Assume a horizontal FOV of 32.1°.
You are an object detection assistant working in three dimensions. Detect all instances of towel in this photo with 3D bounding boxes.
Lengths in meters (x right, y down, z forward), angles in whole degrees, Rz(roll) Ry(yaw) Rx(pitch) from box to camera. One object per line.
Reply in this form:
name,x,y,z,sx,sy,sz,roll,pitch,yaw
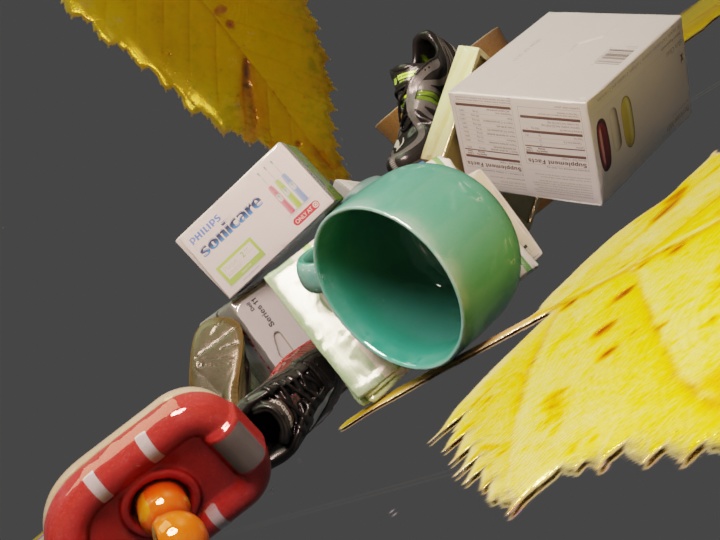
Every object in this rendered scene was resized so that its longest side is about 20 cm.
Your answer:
towel,0.037,0.004,1.116,0.200,0.153,0.023,-38,-17,-2

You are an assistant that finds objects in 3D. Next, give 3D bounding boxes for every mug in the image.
mug,0.043,-0.019,1.032,0.114,0.185,0.152,-37,-30,-38

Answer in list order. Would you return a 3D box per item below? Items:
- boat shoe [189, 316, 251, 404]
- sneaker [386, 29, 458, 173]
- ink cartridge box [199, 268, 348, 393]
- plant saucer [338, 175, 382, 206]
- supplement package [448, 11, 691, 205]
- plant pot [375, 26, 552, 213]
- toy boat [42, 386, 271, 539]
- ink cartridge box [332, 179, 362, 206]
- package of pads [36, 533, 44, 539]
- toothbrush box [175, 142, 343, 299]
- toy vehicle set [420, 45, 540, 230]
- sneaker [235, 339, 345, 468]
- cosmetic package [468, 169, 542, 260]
boat shoe,-0.140,0.148,1.241,0.072,0.201,0.066,-3,-25,17
sneaker,0.057,-0.173,1.314,0.071,0.083,0.200,-21,40,42
ink cartridge box,-0.087,0.083,1.354,0.083,0.147,0.200,-37,3,-18
plant saucer,0.000,0.000,1.311,0.027,0.200,0.200,2,-13,-21
supplement package,0.213,-0.167,1.245,0.156,0.111,0.200,12,39,38
plant pot,0.151,-0.153,1.491,0.186,0.200,0.186,-38,4,3
toy boat,-0.160,0.200,1.019,0.200,0.131,0.131,-39,32,-1
ink cartridge box,0.067,-0.056,1.477,0.200,0.109,0.050,5,-67,-43
package of pads,-0.325,0.314,1.469,0.154,0.068,0.200,-38,4,15
toothbrush box,-0.101,-0.056,1.327,0.146,0.086,0.200,-43,0,4
toy vehicle set,0.143,-0.135,1.315,0.027,0.200,0.124,13,79,38
sneaker,-0.069,0.128,1.165,0.200,0.071,0.098,-43,1,-29
cosmetic package,0.101,-0.032,1.243,0.071,0.105,0.200,-37,2,-7
